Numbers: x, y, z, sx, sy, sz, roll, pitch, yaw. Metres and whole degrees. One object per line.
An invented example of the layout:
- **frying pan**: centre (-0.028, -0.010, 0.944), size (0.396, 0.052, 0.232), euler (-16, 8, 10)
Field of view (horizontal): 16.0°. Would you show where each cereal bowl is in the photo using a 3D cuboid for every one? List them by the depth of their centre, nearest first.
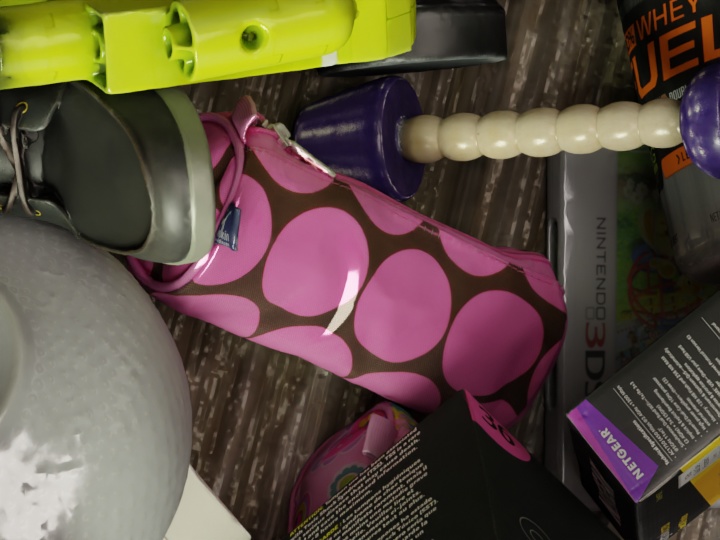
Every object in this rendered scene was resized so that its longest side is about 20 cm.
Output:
- **cereal bowl**: centre (-0.169, 0.054, 1.016), size (0.198, 0.083, 0.202), euler (-2, 62, 4)

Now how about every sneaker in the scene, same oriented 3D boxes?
- **sneaker**: centre (-0.138, -0.041, 0.997), size (0.106, 0.200, 0.075), euler (-11, 111, -30)

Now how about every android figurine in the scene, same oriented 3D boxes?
- **android figurine**: centre (-0.060, -0.107, 1.008), size (0.198, 0.182, 0.041), euler (-10, 109, -20)

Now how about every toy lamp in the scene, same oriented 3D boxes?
- **toy lamp**: centre (0.067, -0.061, 1.115), size (0.198, 0.058, 0.059), euler (-2, 91, 22)

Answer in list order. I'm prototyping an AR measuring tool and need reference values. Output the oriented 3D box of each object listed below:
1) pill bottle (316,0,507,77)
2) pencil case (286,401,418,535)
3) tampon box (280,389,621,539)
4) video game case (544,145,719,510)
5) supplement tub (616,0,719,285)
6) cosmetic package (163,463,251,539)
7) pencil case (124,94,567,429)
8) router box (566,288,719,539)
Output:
- **pill bottle**: centre (0.014, -0.189, 1.122), size (0.111, 0.112, 0.202), euler (-6, 91, -20)
- **pencil case**: centre (0.061, 0.137, 1.151), size (0.199, 0.087, 0.088), euler (34, 79, -18)
- **tampon box**: centre (0.054, 0.176, 1.014), size (0.126, 0.200, 0.150), euler (-40, 113, 15)
- **video game case**: centre (0.182, 0.022, 1.230), size (0.198, 0.022, 0.184), euler (1, 90, -20)
- **supplement tub**: centre (0.182, -0.103, 1.163), size (0.122, 0.122, 0.202), euler (-7, 78, -20)
- **cosmetic package**: centre (-0.155, 0.143, 1.078), size (0.200, 0.071, 0.105), euler (-43, 102, -15)
- **pencil case**: centre (0.000, 0.000, 1.105), size (0.199, 0.091, 0.094), euler (24, 103, -35)
- **router box**: centre (0.162, 0.049, 1.094), size (0.149, 0.200, 0.051), euler (-38, 76, -2)
